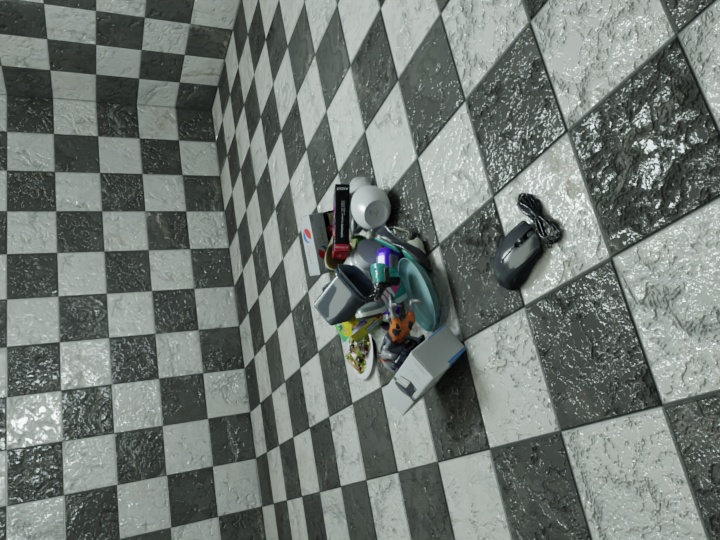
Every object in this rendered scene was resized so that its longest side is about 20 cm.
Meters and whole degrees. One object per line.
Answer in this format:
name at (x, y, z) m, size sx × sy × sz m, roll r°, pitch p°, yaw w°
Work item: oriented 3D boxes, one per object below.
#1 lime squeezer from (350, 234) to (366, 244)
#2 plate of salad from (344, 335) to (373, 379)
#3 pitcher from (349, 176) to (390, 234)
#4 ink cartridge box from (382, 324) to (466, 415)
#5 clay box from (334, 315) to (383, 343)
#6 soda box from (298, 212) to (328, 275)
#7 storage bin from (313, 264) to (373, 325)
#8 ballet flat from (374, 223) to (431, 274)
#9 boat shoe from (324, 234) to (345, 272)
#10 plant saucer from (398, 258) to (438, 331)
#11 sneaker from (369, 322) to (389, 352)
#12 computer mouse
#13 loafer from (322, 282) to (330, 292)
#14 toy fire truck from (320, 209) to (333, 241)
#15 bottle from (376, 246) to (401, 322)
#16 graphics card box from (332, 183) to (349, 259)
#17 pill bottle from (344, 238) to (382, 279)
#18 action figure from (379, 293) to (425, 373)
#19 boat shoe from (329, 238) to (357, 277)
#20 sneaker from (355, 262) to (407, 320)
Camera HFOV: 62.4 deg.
lime squeezer at (-0.006, -0.084, 1.893) m, size 0.038 × 0.070 × 0.201 m, roll 42°, pitch 163°, yaw 20°
plate of salad at (-0.010, 0.259, 1.976) m, size 0.199 × 0.047 × 0.208 m, roll 178°, pitch 90°, yaw -66°
pitcher at (0.016, -0.176, 1.801) m, size 0.200 × 0.117 × 0.177 m, roll -127°, pitch 42°, yaw -63°
ink cartridge box at (0.157, 0.251, 1.485) m, size 0.084 × 0.144 × 0.202 m, roll 45°, pitch 139°, yaw 16°
clay box at (0.014, 0.125, 1.773) m, size 0.199 × 0.048 × 0.116 m, roll -41°, pitch 43°, yaw 6°
soda box at (-0.151, -0.089, 2.027) m, size 0.067 × 0.062 × 0.207 m, roll -6°, pitch 95°, yaw 52°
storage bin at (-0.036, 0.083, 1.680) m, size 0.135 × 0.199 × 0.146 m, roll -46°, pitch 78°, yaw 13°
ballet flat at (0.125, -0.069, 1.606) m, size 0.198 × 0.072 × 0.075 m, roll 34°, pitch 126°, yaw 28°
boat shoe at (-0.080, -0.055, 1.913) m, size 0.066 × 0.072 × 0.203 m, roll -59°, pitch 9°, yaw 39°
plant saucer at (0.156, 0.060, 1.564) m, size 0.203 × 0.027 × 0.202 m, roll 91°, pitch 154°, yaw -51°
sneaker at (0.058, 0.202, 1.790) m, size 0.199 × 0.073 × 0.103 m, roll -156°, pitch 67°, yaw -62°
computer mouse at (0.321, -0.045, 1.228) m, size 0.140 × 0.051 × 0.204 m, roll 62°, pitch 145°, yaw 41°
loafer at (-0.068, 0.092, 1.986) m, size 0.064 × 0.071 × 0.200 m, roll 61°, pitch -174°, yaw 23°
toy fire truck at (-0.121, -0.104, 2.117) m, size 0.175 × 0.125 × 0.207 m, roll 2°, pitch 106°, yaw 64°
bottle at (0.084, 0.041, 1.686) m, size 0.064 × 0.083 × 0.207 m, roll -11°, pitch 72°, yaw 34°
graphics card box at (-0.059, -0.146, 1.800) m, size 0.126 × 0.049 × 0.208 m, roll 122°, pitch 150°, yaw -81°
pill bottle at (0.000, 0.000, 1.854) m, size 0.202 × 0.110 × 0.116 m, roll 120°, pitch 139°, yaw -50°
action figure at (0.103, 0.165, 1.533) m, size 0.102 × 0.199 × 0.200 m, roll 20°, pitch 105°, yaw 22°
boat shoe at (-0.056, -0.041, 2.004) m, size 0.202 × 0.061 × 0.075 m, roll 115°, pitch 176°, yaw -52°
sneaker at (0.046, 0.046, 1.556) m, size 0.082 × 0.198 × 0.125 m, roll -11°, pitch 99°, yaw 41°
